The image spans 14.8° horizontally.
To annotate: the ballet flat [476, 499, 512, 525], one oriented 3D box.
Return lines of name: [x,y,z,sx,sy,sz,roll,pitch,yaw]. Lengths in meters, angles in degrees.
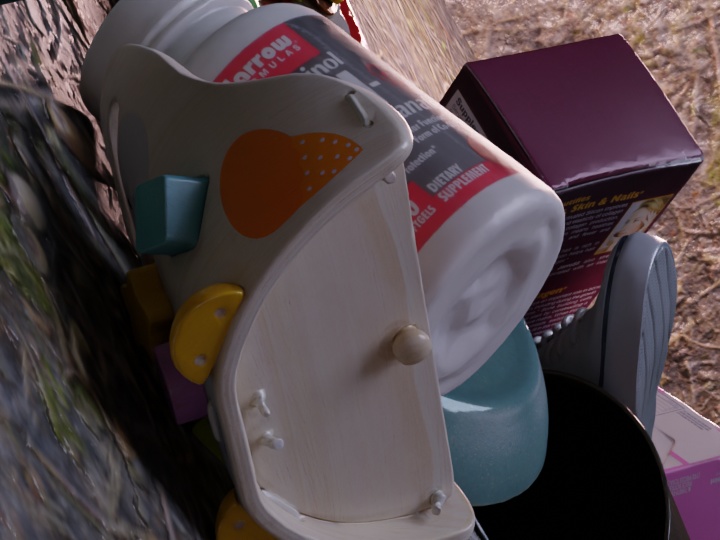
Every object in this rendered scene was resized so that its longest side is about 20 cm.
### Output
ballet flat: [0.051,0.079,1.536,0.200,0.068,0.067,-107,175,-46]

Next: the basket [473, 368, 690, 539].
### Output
basket: [0.118,0.175,1.411,0.200,0.136,0.181,59,8,-46]

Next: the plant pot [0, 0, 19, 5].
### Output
plant pot: [-0.112,-0.187,0.992,0.201,0.200,0.161,-30,103,-82]

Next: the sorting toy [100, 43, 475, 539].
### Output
sorting toy: [-0.050,0.002,1.072,0.180,0.107,0.200,49,-23,46]

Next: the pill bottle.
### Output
pill bottle: [-0.021,-0.043,1.166,0.200,0.111,0.111,38,-1,22]

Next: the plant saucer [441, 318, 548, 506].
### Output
plant saucer: [0.012,0.020,1.257,0.200,0.036,0.200,29,30,-18]

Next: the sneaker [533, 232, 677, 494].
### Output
sneaker: [0.117,0.054,1.433,0.200,0.071,0.073,94,18,-46]

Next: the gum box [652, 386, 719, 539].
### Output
gum box: [0.154,0.128,1.660,0.200,0.066,0.114,-143,-135,-58]

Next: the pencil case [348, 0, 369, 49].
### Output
pencil case: [-0.035,-0.149,1.691,0.083,0.086,0.200,99,-22,-46]

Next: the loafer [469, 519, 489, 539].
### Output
loafer: [0.069,0.174,1.246,0.200,0.072,0.063,56,49,-25]

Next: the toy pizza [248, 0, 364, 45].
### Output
toy pizza: [-0.048,-0.137,1.336,0.200,0.032,0.200,42,32,-33]

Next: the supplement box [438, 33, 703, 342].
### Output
supplement box: [0.072,-0.021,1.430,0.110,0.200,0.086,-13,61,-37]
